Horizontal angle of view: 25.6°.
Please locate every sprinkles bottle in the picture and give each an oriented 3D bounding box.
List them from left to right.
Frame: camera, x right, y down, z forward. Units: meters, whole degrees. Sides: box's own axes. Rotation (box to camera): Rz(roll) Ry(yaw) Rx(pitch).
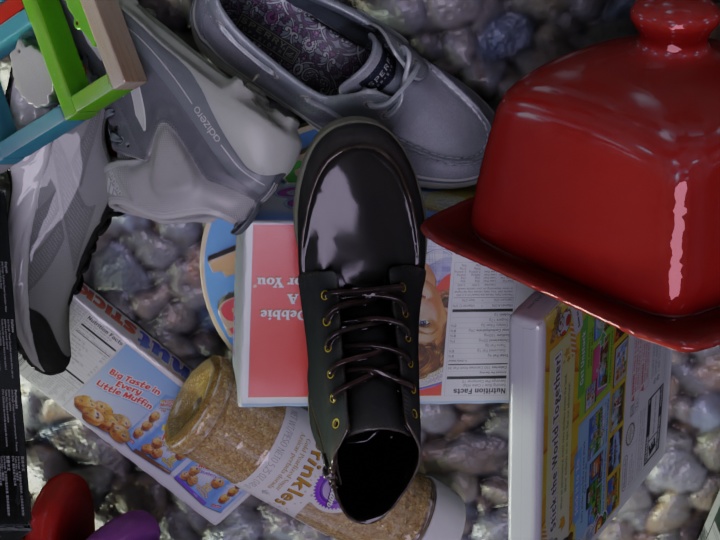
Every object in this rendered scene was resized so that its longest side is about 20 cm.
[{"bbox_3d":[-0.028,0.129,1.017,0.199,0.068,0.068,32,115,-21],"label":"sprinkles bottle"}]

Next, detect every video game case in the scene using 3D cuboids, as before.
[{"bbox_3d":[0.138,0.072,0.931,0.023,0.182,0.201,17,125,30],"label":"video game case"}]

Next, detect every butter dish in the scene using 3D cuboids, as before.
[{"bbox_3d":[0.157,-0.069,0.808,0.199,0.199,0.149,-21,121,-34],"label":"butter dish"}]

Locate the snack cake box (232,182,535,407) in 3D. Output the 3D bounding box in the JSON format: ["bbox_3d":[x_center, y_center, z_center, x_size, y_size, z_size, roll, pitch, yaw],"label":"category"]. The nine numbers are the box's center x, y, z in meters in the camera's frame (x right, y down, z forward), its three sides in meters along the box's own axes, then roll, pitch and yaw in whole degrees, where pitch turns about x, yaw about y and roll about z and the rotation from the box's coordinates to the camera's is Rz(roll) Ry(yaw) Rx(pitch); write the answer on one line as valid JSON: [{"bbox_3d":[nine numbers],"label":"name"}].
[{"bbox_3d":[0.026,0.014,0.927,0.198,0.067,0.116,0,112,-8],"label":"snack cake box"}]

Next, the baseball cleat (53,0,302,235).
[{"bbox_3d":[-0.128,-0.094,0.871,0.200,0.070,0.107,37,94,21],"label":"baseball cleat"}]

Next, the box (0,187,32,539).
[{"bbox_3d":[-0.251,0.079,0.916,0.047,0.201,0.193,7,152,-36],"label":"box"}]

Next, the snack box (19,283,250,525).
[{"bbox_3d":[-0.145,0.083,1.037,0.200,0.024,0.072,41,111,-16],"label":"snack box"}]

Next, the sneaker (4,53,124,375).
[{"bbox_3d":[-0.173,-0.032,0.941,0.079,0.074,0.202,4,107,-9],"label":"sneaker"}]

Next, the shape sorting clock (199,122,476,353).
[{"bbox_3d":[0.000,0.000,0.977,0.198,0.039,0.201,1,118,3],"label":"shape sorting clock"}]

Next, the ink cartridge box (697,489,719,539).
[{"bbox_3d":[0.300,0.198,1.037,0.145,0.084,0.201,13,118,-3],"label":"ink cartridge box"}]

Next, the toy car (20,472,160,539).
[{"bbox_3d":[-0.194,0.215,1.042,0.199,0.175,0.150,29,75,17],"label":"toy car"}]

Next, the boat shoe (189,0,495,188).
[{"bbox_3d":[-0.003,-0.107,0.891,0.200,0.071,0.070,27,82,-9],"label":"boat shoe"}]

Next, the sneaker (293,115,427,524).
[{"bbox_3d":[0.007,0.026,0.835,0.074,0.106,0.201,-5,112,-6],"label":"sneaker"}]

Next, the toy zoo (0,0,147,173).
[{"bbox_3d":[-0.214,-0.121,0.881,0.199,0.020,0.132,-25,83,33],"label":"toy zoo"}]
